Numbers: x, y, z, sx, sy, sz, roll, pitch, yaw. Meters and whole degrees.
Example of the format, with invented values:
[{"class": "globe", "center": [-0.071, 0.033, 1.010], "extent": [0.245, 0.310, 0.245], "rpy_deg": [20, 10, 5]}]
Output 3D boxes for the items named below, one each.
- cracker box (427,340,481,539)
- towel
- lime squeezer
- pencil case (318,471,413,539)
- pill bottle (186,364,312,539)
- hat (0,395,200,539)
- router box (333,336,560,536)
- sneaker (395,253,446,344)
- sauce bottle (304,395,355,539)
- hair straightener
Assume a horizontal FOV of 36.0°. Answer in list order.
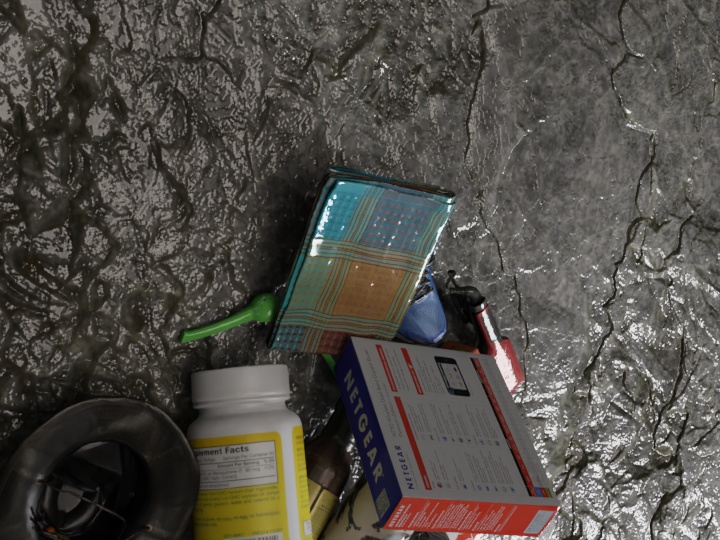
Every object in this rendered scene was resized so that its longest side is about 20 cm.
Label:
[{"class": "cracker box", "center": [0.106, 0.201, 1.250], "extent": [0.133, 0.057, 0.202], "rpy_deg": [-37, 116, -23]}, {"class": "towel", "center": [0.000, 0.000, 1.082], "extent": [0.145, 0.022, 0.202], "rpy_deg": [7, 119, -29]}, {"class": "lime squeezer", "center": [-0.081, 0.064, 1.117], "extent": [0.198, 0.038, 0.072], "rpy_deg": [19, 87, -35]}, {"class": "pencil case", "center": [0.017, 0.263, 1.125], "extent": [0.089, 0.078, 0.202], "rpy_deg": [28, 103, -12]}, {"class": "pill bottle", "center": [-0.107, 0.195, 1.053], "extent": [0.113, 0.114, 0.203], "rpy_deg": [0, 81, -33]}, {"class": "hat", "center": [-0.245, 0.200, 1.004], "extent": [0.198, 0.081, 0.204], "rpy_deg": [-6, 105, -23]}, {"class": "router box", "center": [0.081, 0.161, 1.091], "extent": [0.177, 0.201, 0.049], "rpy_deg": [10, 128, -26]}, {"class": "sneaker", "center": [0.041, -0.003, 1.157], "extent": [0.078, 0.089, 0.202], "rpy_deg": [-39, 116, -21]}, {"class": "sauce bottle", "center": [-0.051, 0.227, 1.144], "extent": [0.065, 0.064, 0.202], "rpy_deg": [39, 76, -31]}, {"class": "hair straightener", "center": [0.124, 0.063, 1.232], "extent": [0.041, 0.077, 0.201], "rpy_deg": [-44, 137, -9]}]
